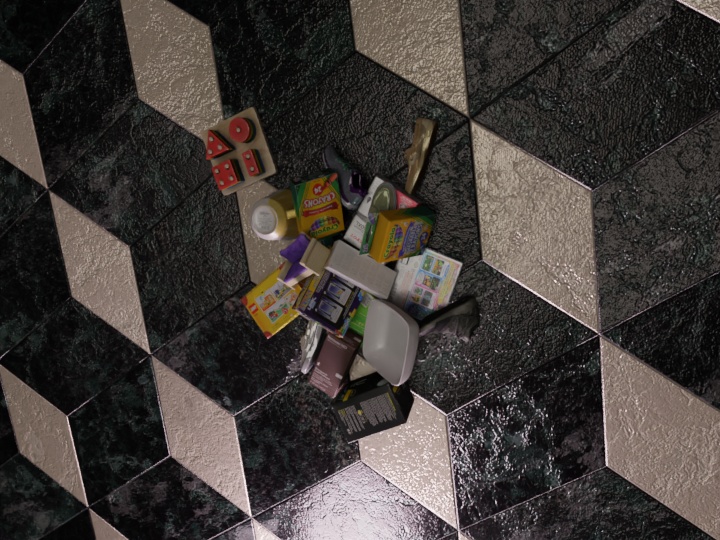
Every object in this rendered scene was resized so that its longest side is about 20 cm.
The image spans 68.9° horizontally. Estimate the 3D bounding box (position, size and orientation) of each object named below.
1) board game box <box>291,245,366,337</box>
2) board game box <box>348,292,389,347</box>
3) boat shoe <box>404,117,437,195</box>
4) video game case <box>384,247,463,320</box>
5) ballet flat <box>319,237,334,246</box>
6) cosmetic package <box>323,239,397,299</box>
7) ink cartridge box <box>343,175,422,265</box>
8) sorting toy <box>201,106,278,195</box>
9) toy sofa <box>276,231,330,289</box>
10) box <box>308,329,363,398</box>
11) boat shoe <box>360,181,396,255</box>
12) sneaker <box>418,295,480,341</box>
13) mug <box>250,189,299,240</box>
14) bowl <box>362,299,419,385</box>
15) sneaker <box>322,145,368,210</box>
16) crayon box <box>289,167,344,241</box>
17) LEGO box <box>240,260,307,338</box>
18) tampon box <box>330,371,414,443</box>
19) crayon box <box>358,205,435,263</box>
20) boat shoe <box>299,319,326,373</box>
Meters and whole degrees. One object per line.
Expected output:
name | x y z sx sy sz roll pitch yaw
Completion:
board game box | -0.077 0.060 1.491 0.163 0.056 0.203 33 76 -17
board game box | -0.003 0.162 1.582 0.095 0.030 0.201 40 107 5
boat shoe | 0.152 -0.308 1.423 0.063 0.071 0.205 19 96 16
video game case | 0.178 0.037 1.506 0.178 0.024 0.205 22 106 11
ballet flat | -0.105 -0.056 1.555 0.070 0.072 0.206 -11 98 18
cosmetic package | 0.000 0.000 1.469 0.197 0.050 0.084 29 74 -19
ink cartridge box | 0.062 -0.140 1.471 0.143 0.083 0.203 32 107 8
sorting toy | -0.373 -0.353 1.564 0.195 0.070 0.204 -18 95 19
toy sofa | -0.172 -0.024 1.456 0.097 0.084 0.199 34 153 -17
box | -0.076 0.272 1.583 0.098 0.075 0.204 28 116 12
boat shoe | 0.049 -0.133 1.398 0.070 0.062 0.206 17 105 12
sneaker | 0.247 0.162 1.466 0.195 0.076 0.117 -25 99 2
mug | -0.234 -0.167 1.517 0.150 0.153 0.186 47 109 3
bowl | 0.093 0.193 1.477 0.199 0.073 0.206 32 121 49
sneaker | -0.035 -0.274 1.454 0.087 0.073 0.204 -36 73 40
crayon box | -0.114 -0.163 1.440 0.124 0.051 0.205 -21 124 -19
LEGO box | -0.246 0.086 1.611 0.198 0.077 0.151 -37 89 20
tampon box | 0.039 0.388 1.550 0.196 0.150 0.129 -24 95 19
crayon box | 0.098 -0.093 1.378 0.052 0.196 0.128 44 132 39
boat shoe | -0.155 0.216 1.615 0.064 0.072 0.205 23 106 15
